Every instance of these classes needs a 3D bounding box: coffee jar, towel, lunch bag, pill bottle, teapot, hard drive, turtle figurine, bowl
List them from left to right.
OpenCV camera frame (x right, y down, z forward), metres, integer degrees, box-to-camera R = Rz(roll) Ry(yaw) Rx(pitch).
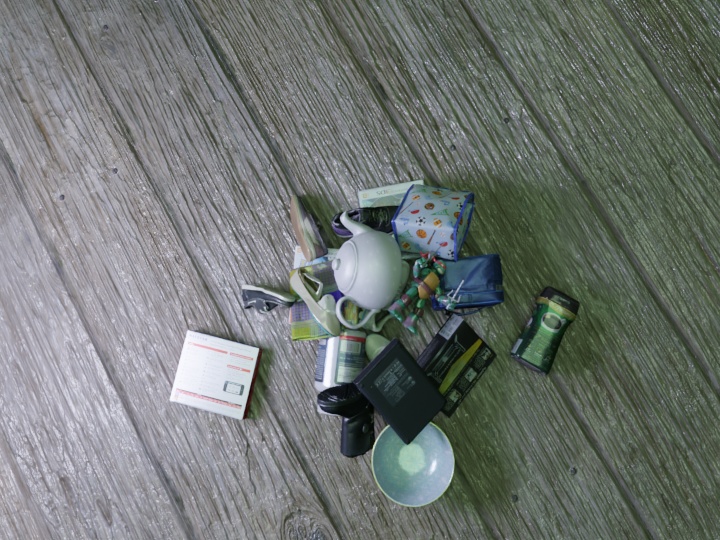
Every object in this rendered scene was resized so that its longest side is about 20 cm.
[{"bbox_3d":[-0.108,0.071,1.486,0.139,0.023,0.205,-9,60,8],"label":"towel"},{"bbox_3d":[-0.053,0.248,1.492,0.116,0.120,0.206,6,83,4],"label":"pill bottle"},{"bbox_3d":[0.000,0.000,1.435,0.142,0.202,0.201,6,124,-26],"label":"teapot"},{"bbox_3d":[0.094,0.277,1.378,0.139,0.033,0.201,-42,106,-12],"label":"hard drive"},{"bbox_3d":[0.124,0.454,1.460,0.194,0.108,0.207,0,81,3],"label":"bowl"},{"bbox_3d":[0.156,0.041,1.403,0.149,0.101,0.202,39,88,-16],"label":"turtle figurine"},{"bbox_3d":[0.184,-0.131,1.486,0.165,0.126,0.202,10,47,17],"label":"lunch bag"},{"bbox_3d":[0.254,0.042,1.494,0.194,0.136,0.136,-7,81,4],"label":"lunch bag"},{"bbox_3d":[0.458,0.146,1.495,0.103,0.085,0.203,28,86,10],"label":"coffee jar"}]

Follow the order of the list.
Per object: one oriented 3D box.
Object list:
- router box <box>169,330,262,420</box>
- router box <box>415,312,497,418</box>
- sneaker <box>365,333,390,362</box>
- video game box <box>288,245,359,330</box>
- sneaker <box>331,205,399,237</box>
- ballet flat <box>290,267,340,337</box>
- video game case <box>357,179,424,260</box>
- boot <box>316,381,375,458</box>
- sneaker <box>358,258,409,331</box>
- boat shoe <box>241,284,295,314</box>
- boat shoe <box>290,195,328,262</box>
[{"bbox_3d":[-0.365,0.265,1.541,0.194,0.049,0.185,14,83,5],"label":"router box"},{"bbox_3d":[0.221,0.232,1.473,0.157,0.052,0.201,43,84,-29],"label":"router box"},{"bbox_3d":[0.077,0.242,1.505,0.076,0.081,0.202,-36,81,-1],"label":"sneaker"},{"bbox_3d":[-0.087,0.044,1.558,0.177,0.047,0.206,3,82,7],"label":"video game box"},{"bbox_3d":[0.023,-0.126,1.531,0.194,0.088,0.078,-11,81,1],"label":"sneaker"},{"bbox_3d":[-0.100,0.067,1.429,0.069,0.070,0.200,-42,61,-3],"label":"ballet flat"},{"bbox_3d":[0.094,-0.124,1.582,0.177,0.023,0.206,-10,82,2],"label":"video game case"},{"bbox_3d":[-0.026,0.352,1.396,0.075,0.198,0.173,10,100,37],"label":"boot"},{"bbox_3d":[0.075,0.068,1.517,0.074,0.086,0.203,29,88,-26],"label":"sneaker"},{"bbox_3d":[-0.230,0.077,1.510,0.197,0.071,0.070,6,87,46],"label":"boat shoe"},{"bbox_3d":[-0.134,-0.110,1.556,0.063,0.073,0.203,-8,53,-20],"label":"boat shoe"}]
